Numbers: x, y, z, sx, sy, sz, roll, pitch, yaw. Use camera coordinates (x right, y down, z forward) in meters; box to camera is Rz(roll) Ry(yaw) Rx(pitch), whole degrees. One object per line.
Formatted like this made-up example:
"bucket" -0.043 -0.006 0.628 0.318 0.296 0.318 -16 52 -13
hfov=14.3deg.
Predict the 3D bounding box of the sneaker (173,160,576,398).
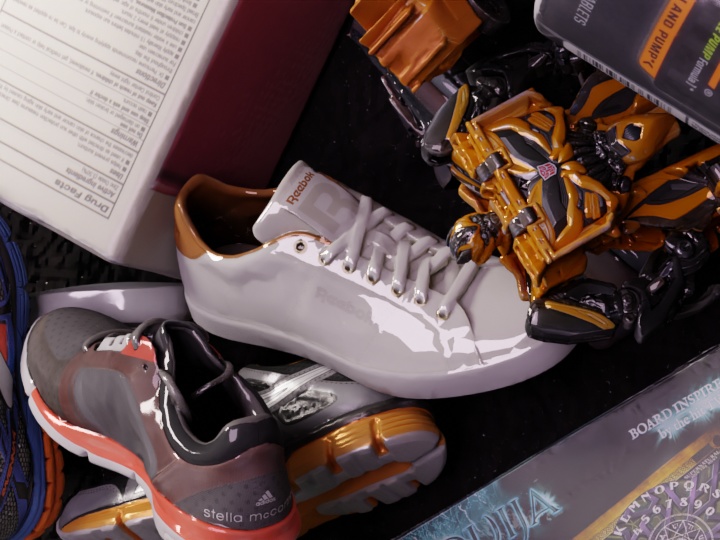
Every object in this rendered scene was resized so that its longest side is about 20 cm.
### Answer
"sneaker" 0.000 0.000 1.271 0.199 0.085 0.073 9 45 26

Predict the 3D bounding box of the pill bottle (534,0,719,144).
"pill bottle" 0.177 -0.091 1.141 0.200 0.106 0.106 32 98 9

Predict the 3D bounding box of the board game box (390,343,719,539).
"board game box" 0.120 0.133 1.266 0.200 0.028 0.136 -32 70 19

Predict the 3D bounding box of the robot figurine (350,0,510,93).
"robot figurine" 0.061 -0.156 1.247 0.058 0.200 0.145 43 116 -9

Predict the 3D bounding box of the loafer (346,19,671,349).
"loafer" 0.060 -0.046 1.298 0.200 0.072 0.063 43 110 19

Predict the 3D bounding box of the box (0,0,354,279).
"box" -0.096 -0.111 1.358 0.128 0.109 0.201 28 96 26

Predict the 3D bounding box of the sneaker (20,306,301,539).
"sneaker" -0.083 0.049 1.258 0.200 0.077 0.082 36 131 46

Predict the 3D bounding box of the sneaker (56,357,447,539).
"sneaker" -0.052 0.086 1.338 0.199 0.078 0.077 -21 60 19

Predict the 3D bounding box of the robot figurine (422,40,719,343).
"robot figurine" 0.127 -0.056 1.220 0.200 0.058 0.145 -26 69 -13

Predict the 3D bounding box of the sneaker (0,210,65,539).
"sneaker" -0.191 0.041 1.322 0.075 0.078 0.201 -13 101 24

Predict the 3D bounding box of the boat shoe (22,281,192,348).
"boat shoe" -0.166 0.046 1.398 0.199 0.071 0.064 -11 87 26
